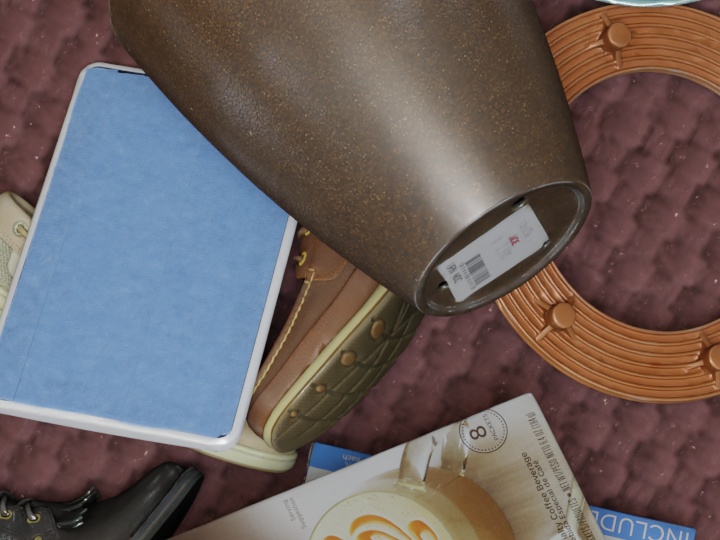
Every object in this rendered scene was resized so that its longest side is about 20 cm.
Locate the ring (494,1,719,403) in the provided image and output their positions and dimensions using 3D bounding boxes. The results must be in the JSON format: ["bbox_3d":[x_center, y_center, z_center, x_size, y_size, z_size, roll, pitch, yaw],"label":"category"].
[{"bbox_3d":[0.148,-0.035,1.155,0.200,0.019,0.201,3,81,-15],"label":"ring"}]

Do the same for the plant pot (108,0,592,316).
[{"bbox_3d":[0.013,-0.083,1.078,0.187,0.187,0.200,-35,66,3],"label":"plant pot"}]

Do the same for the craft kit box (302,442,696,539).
[{"bbox_3d":[0.050,0.201,1.151,0.200,0.049,0.198,13,65,3],"label":"craft kit box"}]

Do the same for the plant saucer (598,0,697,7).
[{"bbox_3d":[0.144,-0.230,1.175,0.200,0.036,0.200,0,92,3],"label":"plant saucer"}]

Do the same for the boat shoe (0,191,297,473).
[{"bbox_3d":[-0.111,0.032,1.179,0.200,0.072,0.065,32,94,7],"label":"boat shoe"}]

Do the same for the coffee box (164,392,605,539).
[{"bbox_3d":[0.011,0.154,1.103,0.200,0.080,0.114,-22,68,-11],"label":"coffee box"}]

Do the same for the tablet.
[{"bbox_3d":[-0.099,-0.010,1.153,0.130,0.014,0.200,9,62,8],"label":"tablet"}]

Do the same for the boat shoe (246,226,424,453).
[{"bbox_3d":[0.000,0.000,1.164,0.068,0.072,0.200,31,74,19],"label":"boat shoe"}]

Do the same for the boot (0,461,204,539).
[{"bbox_3d":[-0.200,0.108,1.189,0.200,0.069,0.174,-37,81,-4],"label":"boot"}]
